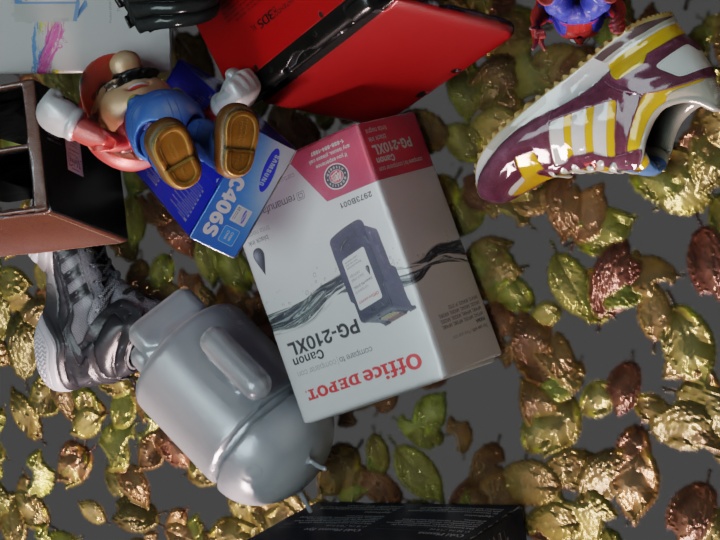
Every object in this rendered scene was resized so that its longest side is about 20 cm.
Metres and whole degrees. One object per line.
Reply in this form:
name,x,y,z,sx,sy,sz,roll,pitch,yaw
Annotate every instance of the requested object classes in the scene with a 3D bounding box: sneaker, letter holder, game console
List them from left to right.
letter holder,-0.281,-0.072,1.576,0.141,0.200,0.101,-9,83,9
sneaker,-0.215,0.005,1.697,0.113,0.075,0.201,4,100,25
sneaker,-0.181,-0.224,1.453,0.199,0.071,0.100,14,119,28
game console,-0.016,-0.195,1.449,0.200,0.118,0.173,-30,87,55
sneaker,0.164,-0.090,1.416,0.200,0.075,0.090,-42,74,34

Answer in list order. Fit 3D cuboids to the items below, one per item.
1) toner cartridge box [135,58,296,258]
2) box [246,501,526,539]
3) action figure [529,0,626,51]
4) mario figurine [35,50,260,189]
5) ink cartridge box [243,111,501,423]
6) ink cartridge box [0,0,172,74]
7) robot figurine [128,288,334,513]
toner cartridge box,-0.118,-0.089,1.544,0.095,0.043,0.200,-60,28,9
box,0.003,0.251,1.533,0.199,0.182,0.105,-3,99,35
action figure,0.144,-0.175,1.346,0.065,0.200,0.052,-6,90,7
mario figurine,-0.152,-0.121,1.452,0.200,0.123,0.106,24,89,58
ink cartridge box,0.000,0.000,1.539,0.144,0.084,0.201,-21,88,36
ink cartridge box,-0.247,-0.223,1.574,0.199,0.129,0.126,-2,104,-5
robot figurine,-0.100,0.106,1.612,0.200,0.113,0.170,45,161,18
